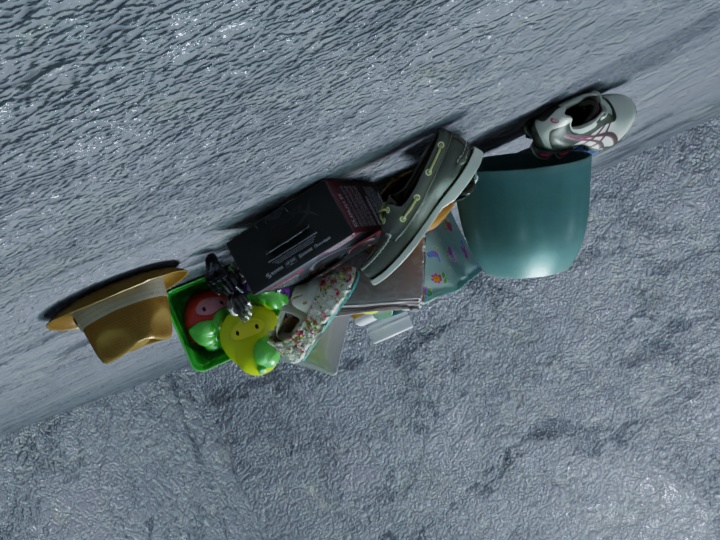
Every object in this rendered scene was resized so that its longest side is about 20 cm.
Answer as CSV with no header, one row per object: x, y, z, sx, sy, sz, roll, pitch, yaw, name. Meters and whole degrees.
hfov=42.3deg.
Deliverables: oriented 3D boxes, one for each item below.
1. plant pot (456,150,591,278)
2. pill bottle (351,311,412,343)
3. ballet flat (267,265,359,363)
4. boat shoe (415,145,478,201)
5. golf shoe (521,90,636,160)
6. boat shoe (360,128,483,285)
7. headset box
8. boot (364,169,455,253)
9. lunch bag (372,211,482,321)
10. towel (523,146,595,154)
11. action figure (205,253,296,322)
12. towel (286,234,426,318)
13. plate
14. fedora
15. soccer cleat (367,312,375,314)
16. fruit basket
0.234,-0.079,1.340,0.200,0.162,0.201,-5,-167,1,plant pot
0.019,0.024,1.653,0.109,0.201,0.109,-23,176,-2,pill bottle
-0.069,0.055,1.201,0.200,0.064,0.076,-55,-166,43,ballet flat
0.117,-0.115,1.184,0.076,0.060,0.200,-67,167,12,boat shoe
0.318,-0.206,1.269,0.200,0.077,0.088,-22,169,-30,golf shoe
0.058,-0.072,1.071,0.202,0.060,0.072,-52,-169,19,boat shoe
-0.058,-0.042,1.129,0.148,0.075,0.200,-31,174,18,headset box
0.087,-0.106,1.307,0.201,0.071,0.144,-37,168,-27,boot
0.063,-0.022,1.494,0.200,0.171,0.122,-23,-175,33,lunch bag
0.345,-0.203,1.662,0.199,0.049,0.112,-23,176,-18,towel
-0.140,0.011,1.264,0.119,0.102,0.200,-29,173,9,action figure
0.000,0.000,1.337,0.190,0.032,0.200,-4,-147,9,towel
-0.076,0.055,1.478,0.032,0.201,0.199,16,174,-30,plate
-0.292,0.064,1.168,0.200,0.082,0.201,-24,176,-2,fedora
-0.007,0.036,1.495,0.065,0.084,0.200,-54,-150,-10,soccer cleat
-0.177,0.070,1.396,0.215,0.156,0.216,-21,-169,4,fruit basket
